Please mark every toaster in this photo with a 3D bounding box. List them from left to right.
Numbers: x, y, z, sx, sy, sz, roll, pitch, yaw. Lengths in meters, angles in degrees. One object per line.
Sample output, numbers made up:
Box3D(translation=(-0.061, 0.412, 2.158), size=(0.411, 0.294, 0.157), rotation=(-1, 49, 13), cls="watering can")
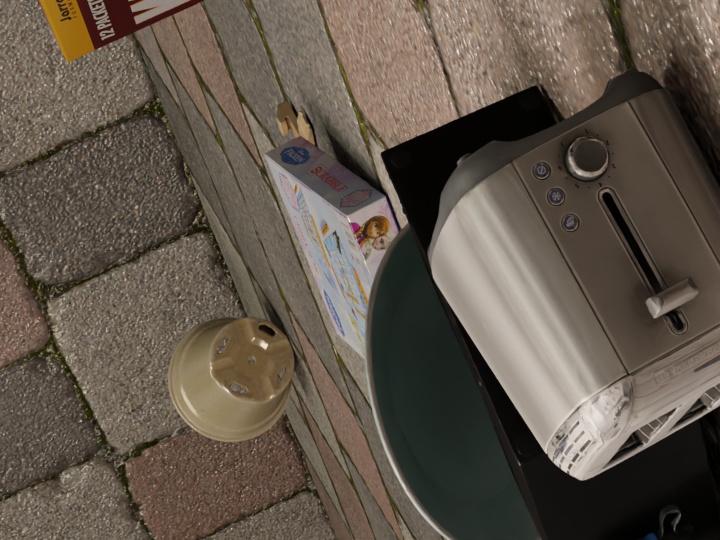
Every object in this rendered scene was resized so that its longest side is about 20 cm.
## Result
Box3D(translation=(0.103, 0.010, 0.915), size=(0.129, 0.113, 0.200), rotation=(61, 170, 12), cls="toaster")

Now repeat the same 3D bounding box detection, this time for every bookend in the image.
Box3D(translation=(0.104, 0.047, 1.111), size=(0.200, 0.092, 0.199), rotation=(66, 180, -56), cls="bookend")

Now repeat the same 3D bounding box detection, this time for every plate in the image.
Box3D(translation=(0.061, 0.062, 1.186), size=(0.026, 0.200, 0.201), rotation=(-13, 106, 38), cls="plate")

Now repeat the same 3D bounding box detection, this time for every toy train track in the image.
Box3D(translation=(-0.040, -0.074, 1.972), size=(0.200, 0.032, 0.115), rotation=(60, 171, 28), cls="toy train track")

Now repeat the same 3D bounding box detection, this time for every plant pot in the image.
Box3D(translation=(-0.184, 0.155, 3.251), size=(0.201, 0.200, 0.183), rotation=(64, 161, 5), cls="plant pot")

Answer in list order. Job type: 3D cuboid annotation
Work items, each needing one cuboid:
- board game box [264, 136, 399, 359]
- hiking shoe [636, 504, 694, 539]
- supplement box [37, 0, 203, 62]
Box3D(translation=(0.000, 0.000, 1.829), size=(0.199, 0.041, 0.200), rotation=(39, 154, 60), cls="board game box")
Box3D(translation=(0.191, 0.208, 1.098), size=(0.200, 0.087, 0.074), rotation=(42, -162, -32), cls="hiking shoe")
Box3D(translation=(-0.166, -0.293, 1.481), size=(0.198, 0.200, 0.133), rotation=(61, 172, 28), cls="supplement box")
